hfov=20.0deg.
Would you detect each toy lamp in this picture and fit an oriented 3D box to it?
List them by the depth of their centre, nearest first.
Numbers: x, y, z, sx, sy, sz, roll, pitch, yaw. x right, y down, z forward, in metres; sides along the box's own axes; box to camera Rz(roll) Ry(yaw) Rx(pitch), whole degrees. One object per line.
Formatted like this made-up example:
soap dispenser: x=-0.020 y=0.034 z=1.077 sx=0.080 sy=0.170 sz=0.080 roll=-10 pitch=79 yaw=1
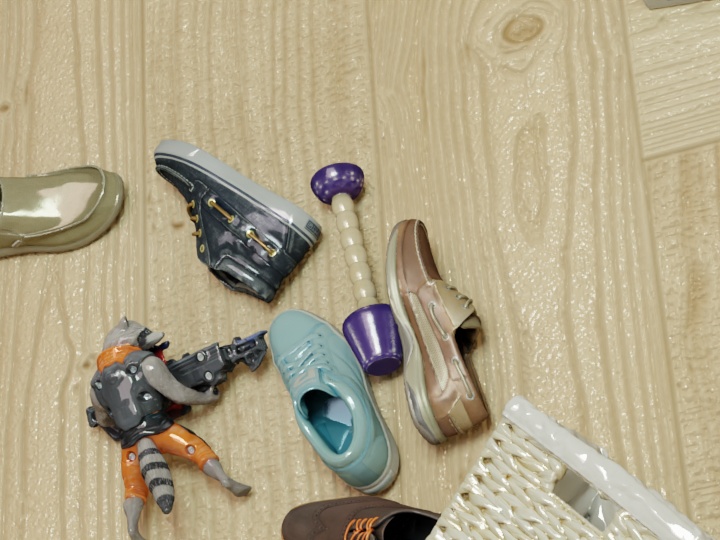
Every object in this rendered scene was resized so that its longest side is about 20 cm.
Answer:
toy lamp: x=0.000 y=0.000 z=1.821 sx=0.058 sy=0.058 sz=0.202 roll=-22 pitch=58 yaw=16

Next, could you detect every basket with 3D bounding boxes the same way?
basket: x=0.177 y=0.230 z=1.546 sx=0.198 sy=0.200 sz=0.161 roll=37 pitch=92 yaw=34

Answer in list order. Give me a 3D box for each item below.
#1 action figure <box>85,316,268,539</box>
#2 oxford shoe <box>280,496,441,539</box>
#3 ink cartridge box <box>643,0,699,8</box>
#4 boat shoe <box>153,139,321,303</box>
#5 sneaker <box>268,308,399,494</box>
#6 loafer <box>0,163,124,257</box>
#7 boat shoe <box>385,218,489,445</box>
action figure: x=-0.169 y=0.123 z=1.819 sx=0.199 sy=0.104 sz=0.195 roll=-33 pitch=70 yaw=18
oxford shoe: x=0.014 y=0.217 z=1.702 sx=0.198 sy=0.073 sz=0.072 roll=2 pitch=69 yaw=28
ink cartridge box: x=0.311 y=-0.295 z=1.725 sx=0.198 sy=0.176 sz=0.045 roll=-7 pitch=65 yaw=24
boat shoe: x=-0.136 y=-0.048 z=1.899 sx=0.199 sy=0.071 sz=0.091 roll=29 pitch=78 yaw=31
sneaker: x=-0.032 y=0.099 z=1.774 sx=0.074 sy=0.082 sz=0.201 roll=-38 pitch=55 yaw=5
loafer: x=-0.325 y=-0.058 z=2.001 sx=0.198 sy=0.068 sz=0.076 roll=-16 pitch=61 yaw=20
boat shoe: x=0.070 y=0.048 z=1.757 sx=0.071 sy=0.076 sz=0.202 roll=-16 pitch=71 yaw=15
